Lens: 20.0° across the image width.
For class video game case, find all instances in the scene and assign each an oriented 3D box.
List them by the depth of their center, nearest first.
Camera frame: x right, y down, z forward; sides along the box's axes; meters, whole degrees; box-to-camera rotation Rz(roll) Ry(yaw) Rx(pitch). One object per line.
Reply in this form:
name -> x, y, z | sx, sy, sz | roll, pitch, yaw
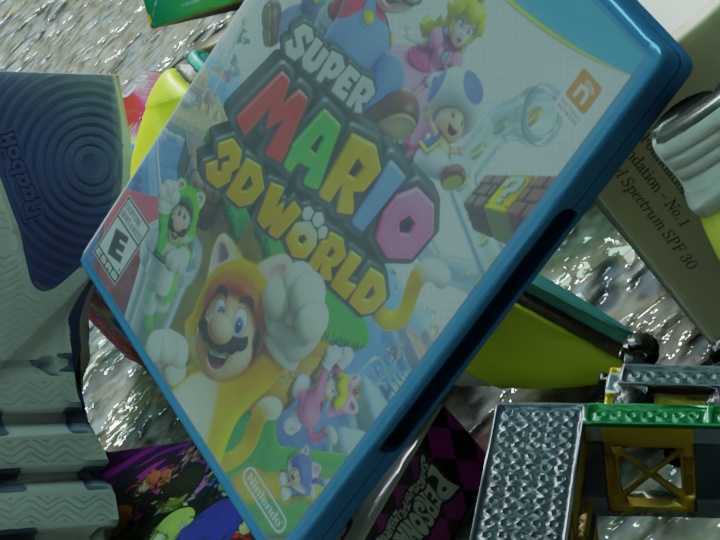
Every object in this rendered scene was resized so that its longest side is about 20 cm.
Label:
video game case -> -0.003, -0.030, 0.619 | 0.200, 0.018, 0.143 | -54, 53, 24
video game case -> -0.069, 0.130, 0.685 | 0.199, 0.036, 0.182 | -12, 36, 49

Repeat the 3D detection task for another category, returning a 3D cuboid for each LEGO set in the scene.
LEGO set -> 0.076, 0.120, 0.440 | 0.152, 0.117, 0.201 | -5, 37, 8

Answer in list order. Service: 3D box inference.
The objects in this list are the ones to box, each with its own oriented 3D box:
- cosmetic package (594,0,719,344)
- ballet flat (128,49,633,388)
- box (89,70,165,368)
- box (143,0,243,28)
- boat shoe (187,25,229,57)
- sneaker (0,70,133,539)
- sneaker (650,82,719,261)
cosmetic package -> 0.153, -0.078, 0.619 | 0.200, 0.104, 0.073 | -40, 25, 7
ballet flat -> 0.000, 0.000, 0.685 | 0.067, 0.199, 0.067 | -58, -21, 6
box -> -0.059, -0.011, 0.833 | 0.100, 0.096, 0.200 | -47, 25, -13
box -> 0.007, -0.160, 0.948 | 0.199, 0.049, 0.117 | -17, 6, -38
boat shoe -> -0.037, -0.085, 0.955 | 0.074, 0.067, 0.200 | -28, 5, 8
sneaker -> -0.138, 0.029, 0.750 | 0.115, 0.080, 0.201 | 166, 107, -65
sneaker -> 0.182, -0.034, 0.546 | 0.199, 0.091, 0.078 | -20, 1, -1
